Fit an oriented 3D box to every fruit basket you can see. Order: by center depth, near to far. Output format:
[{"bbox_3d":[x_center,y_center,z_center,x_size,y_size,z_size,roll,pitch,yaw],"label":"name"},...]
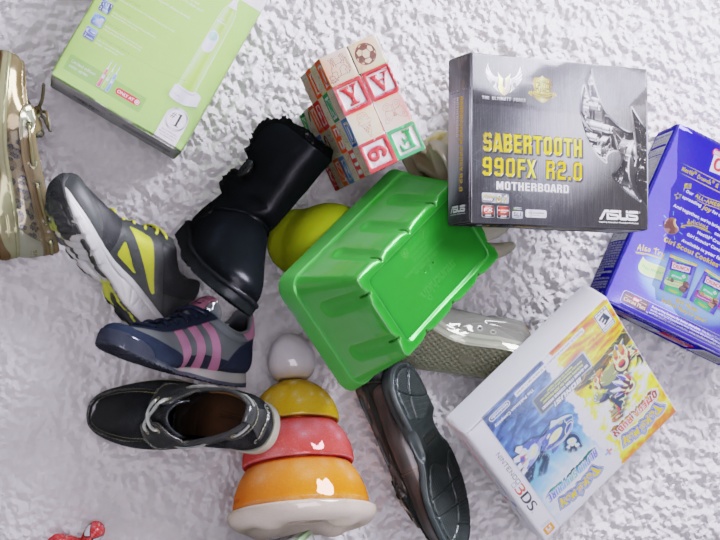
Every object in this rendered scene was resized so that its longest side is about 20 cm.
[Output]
[{"bbox_3d":[0.000,0.000,1.578,0.215,0.216,0.156,-37,107,-10],"label":"fruit basket"}]

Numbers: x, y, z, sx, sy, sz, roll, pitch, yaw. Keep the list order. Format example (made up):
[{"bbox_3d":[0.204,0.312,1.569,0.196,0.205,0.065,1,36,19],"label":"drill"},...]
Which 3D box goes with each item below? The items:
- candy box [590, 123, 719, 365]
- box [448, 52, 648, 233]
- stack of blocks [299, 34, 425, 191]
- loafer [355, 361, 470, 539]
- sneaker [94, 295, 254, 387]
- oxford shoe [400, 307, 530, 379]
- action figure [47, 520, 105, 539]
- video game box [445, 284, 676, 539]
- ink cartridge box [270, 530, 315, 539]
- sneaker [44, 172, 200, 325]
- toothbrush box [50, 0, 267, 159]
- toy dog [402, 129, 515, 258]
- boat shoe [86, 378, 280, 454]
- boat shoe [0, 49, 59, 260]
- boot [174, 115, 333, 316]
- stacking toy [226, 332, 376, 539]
[{"bbox_3d":[0.353,-0.026,1.696,0.168,0.077,0.201,26,85,-9],"label":"candy box"},{"bbox_3d":[0.180,-0.118,1.545,0.199,0.048,0.159,2,87,-26],"label":"box"},{"bbox_3d":[-0.007,-0.147,1.563,0.058,0.200,0.116,-25,92,-10],"label":"stack of blocks"},{"bbox_3d":[0.053,0.191,1.649,0.072,0.063,0.201,-24,96,-53],"label":"loafer"},{"bbox_3d":[-0.174,0.058,1.552,0.070,0.200,0.082,12,86,33],"label":"sneaker"},{"bbox_3d":[0.083,0.063,1.654,0.199,0.075,0.058,13,45,-3],"label":"oxford shoe"},{"bbox_3d":[-0.316,0.322,1.572,0.065,0.052,0.200,41,79,-4],"label":"action figure"},{"bbox_3d":[0.205,0.146,1.643,0.200,0.047,0.182,-43,126,-9],"label":"video game box"},{"bbox_3d":[-0.080,0.361,1.561,0.145,0.048,0.201,-18,95,23],"label":"ink cartridge box"},{"bbox_3d":[-0.229,-0.024,1.572,0.085,0.074,0.200,-44,124,-21],"label":"sneaker"},{"bbox_3d":[-0.191,-0.232,1.586,0.145,0.086,0.201,29,84,-9],"label":"toothbrush box"},{"bbox_3d":[0.161,-0.122,1.631,0.199,0.139,0.195,-32,108,-10],"label":"toy dog"},{"bbox_3d":[-0.179,0.136,1.556,0.199,0.068,0.072,2,78,23],"label":"boat shoe"},{"bbox_3d":[-0.326,-0.112,1.569,0.062,0.073,0.201,-3,101,-18],"label":"boat shoe"},{"bbox_3d":[-0.094,-0.061,1.538,0.076,0.200,0.168,38,95,-23],"label":"boot"},{"bbox_3d":[-0.062,0.158,1.597,0.145,0.146,0.201,-1,74,-11],"label":"stacking toy"}]
